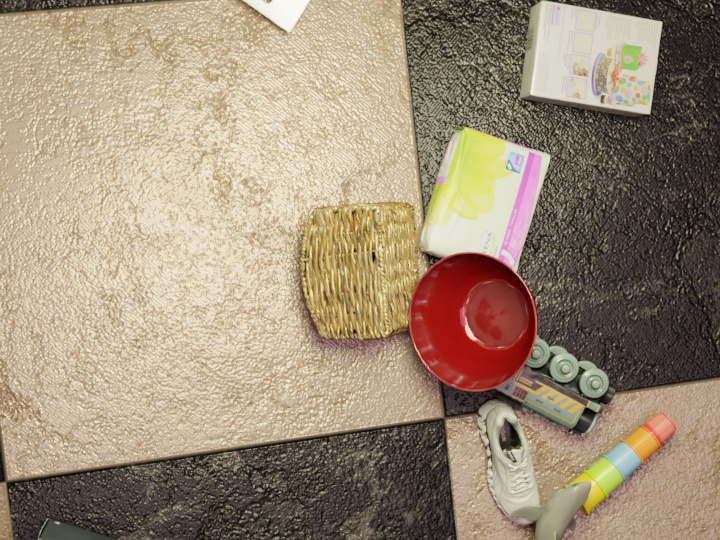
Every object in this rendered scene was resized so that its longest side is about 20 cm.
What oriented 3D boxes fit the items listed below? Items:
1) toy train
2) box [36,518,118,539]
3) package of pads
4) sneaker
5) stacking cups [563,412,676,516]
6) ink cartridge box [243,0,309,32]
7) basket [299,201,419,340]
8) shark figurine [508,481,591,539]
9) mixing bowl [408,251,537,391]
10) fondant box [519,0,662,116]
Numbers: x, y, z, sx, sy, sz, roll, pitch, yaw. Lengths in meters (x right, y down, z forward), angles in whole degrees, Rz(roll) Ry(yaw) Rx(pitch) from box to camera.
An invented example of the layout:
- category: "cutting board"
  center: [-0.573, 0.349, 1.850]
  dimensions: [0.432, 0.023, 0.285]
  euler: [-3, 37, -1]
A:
- category: "toy train"
  center: [0.291, 0.174, 1.623]
  dimensions: [0.199, 0.085, 0.115]
  euler: [27, 95, -7]
- category: "box"
  center: [-0.392, 0.488, 1.499]
  dimensions: [0.199, 0.124, 0.198]
  euler: [20, 87, -10]
- category: "package of pads"
  center: [0.185, -0.104, 1.599]
  dimensions: [0.153, 0.068, 0.201]
  euler: [16, 89, -10]
- category: "sneaker"
  center: [0.233, 0.301, 1.618]
  dimensions: [0.075, 0.081, 0.201]
  euler: [-19, 97, -10]
- category: "stacking cups"
  center: [0.415, 0.304, 1.663]
  dimensions: [0.199, 0.060, 0.061]
  euler: [-36, 97, -10]
- category: "ink cartridge box"
  center: [-0.114, -0.478, 1.553]
  dimensions: [0.162, 0.050, 0.201]
  euler: [33, 95, -10]
- category: "basket"
  center: [0.000, 0.000, 1.576]
  dimensions: [0.142, 0.149, 0.202]
  euler: [-4, 93, 24]
- category: "shark figurine"
  center: [0.302, 0.430, 1.607]
  dimensions: [0.127, 0.090, 0.216]
  euler: [-10, 118, -1]
- category: "mixing bowl"
  center: [0.182, 0.069, 1.551]
  dimensions: [0.199, 0.108, 0.202]
  euler: [3, 96, 28]
- category: "fondant box"
  center: [0.355, -0.325, 1.625]
  dimensions: [0.198, 0.058, 0.146]
  euler: [7, 91, -9]
